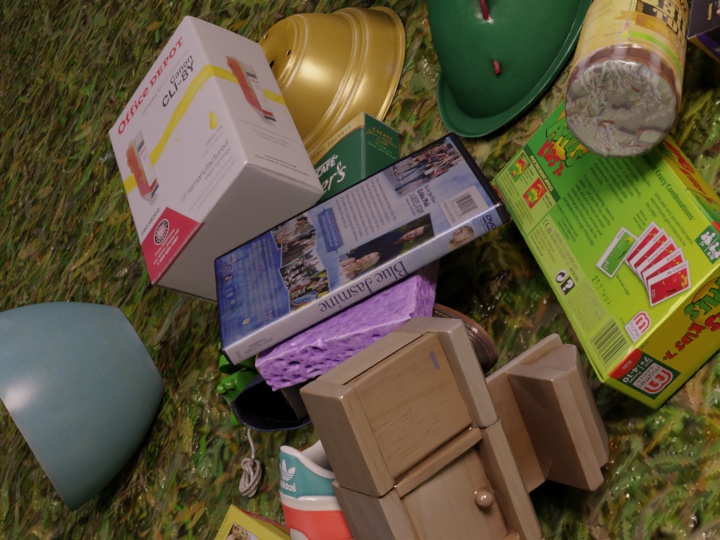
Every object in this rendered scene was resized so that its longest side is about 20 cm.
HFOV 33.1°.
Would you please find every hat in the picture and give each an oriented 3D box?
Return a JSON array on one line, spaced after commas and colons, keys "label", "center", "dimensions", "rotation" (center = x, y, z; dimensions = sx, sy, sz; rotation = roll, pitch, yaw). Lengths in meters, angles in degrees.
[{"label": "hat", "center": [0.059, -0.223, 0.882], "dimensions": [0.200, 0.176, 0.166], "rotation": [-62, 30, 3]}]

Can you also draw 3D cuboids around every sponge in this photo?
[{"label": "sponge", "center": [0.000, 0.000, 0.828], "dimensions": [0.111, 0.030, 0.200], "rotation": [-19, 28, 20]}]

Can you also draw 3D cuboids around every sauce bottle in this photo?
[{"label": "sauce bottle", "center": [0.163, -0.141, 0.725], "dimensions": [0.065, 0.065, 0.200], "rotation": [-39, 18, 36]}]

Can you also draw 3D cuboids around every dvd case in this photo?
[{"label": "dvd case", "center": [-0.007, -0.019, 0.815], "dimensions": [0.200, 0.018, 0.143], "rotation": [-28, 25, 4]}]

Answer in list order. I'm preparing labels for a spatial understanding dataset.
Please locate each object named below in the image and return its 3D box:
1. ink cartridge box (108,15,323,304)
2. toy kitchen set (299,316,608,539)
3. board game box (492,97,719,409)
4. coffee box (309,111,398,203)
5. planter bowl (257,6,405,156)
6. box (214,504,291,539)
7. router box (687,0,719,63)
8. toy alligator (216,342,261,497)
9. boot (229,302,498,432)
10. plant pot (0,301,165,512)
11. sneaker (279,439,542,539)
[{"label": "ink cartridge box", "center": [-0.130, -0.095, 1.029], "dimensions": [0.145, 0.083, 0.200], "rotation": [-49, 44, 27]}, {"label": "toy kitchen set", "center": [0.111, 0.113, 0.584], "dimensions": [0.163, 0.201, 0.180], "rotation": [-30, 16, -29]}, {"label": "board game box", "center": [0.155, -0.026, 0.716], "dimensions": [0.102, 0.048, 0.200], "rotation": [-49, 34, 22]}, {"label": "coffee box", "center": [-0.021, -0.019, 0.983], "dimensions": [0.123, 0.044, 0.201], "rotation": [-35, 41, 39]}, {"label": "planter bowl", "center": [-0.054, -0.171, 1.111], "dimensions": [0.200, 0.083, 0.201], "rotation": [-37, 39, 38]}, {"label": "box", "center": [-0.026, 0.212, 0.790], "dimensions": [0.200, 0.075, 0.050], "rotation": [10, 74, 60]}, {"label": "router box", "center": [0.271, -0.226, 0.683], "dimensions": [0.157, 0.052, 0.201], "rotation": [-17, 54, 52]}, {"label": "toy alligator", "center": [-0.097, 0.085, 1.010], "dimensions": [0.059, 0.054, 0.201], "rotation": [-27, 46, 46]}, {"label": "boot", "center": [-0.002, 0.074, 0.815], "dimensions": [0.200, 0.075, 0.097], "rotation": [-7, 30, 50]}, {"label": "plant pot", "center": [-0.267, 0.107, 1.155], "dimensions": [0.135, 0.201, 0.200], "rotation": [-31, 26, -16]}, {"label": "sneaker", "center": [0.037, 0.092, 0.677], "dimensions": [0.199, 0.094, 0.070], "rotation": [-28, 22, -32]}]
